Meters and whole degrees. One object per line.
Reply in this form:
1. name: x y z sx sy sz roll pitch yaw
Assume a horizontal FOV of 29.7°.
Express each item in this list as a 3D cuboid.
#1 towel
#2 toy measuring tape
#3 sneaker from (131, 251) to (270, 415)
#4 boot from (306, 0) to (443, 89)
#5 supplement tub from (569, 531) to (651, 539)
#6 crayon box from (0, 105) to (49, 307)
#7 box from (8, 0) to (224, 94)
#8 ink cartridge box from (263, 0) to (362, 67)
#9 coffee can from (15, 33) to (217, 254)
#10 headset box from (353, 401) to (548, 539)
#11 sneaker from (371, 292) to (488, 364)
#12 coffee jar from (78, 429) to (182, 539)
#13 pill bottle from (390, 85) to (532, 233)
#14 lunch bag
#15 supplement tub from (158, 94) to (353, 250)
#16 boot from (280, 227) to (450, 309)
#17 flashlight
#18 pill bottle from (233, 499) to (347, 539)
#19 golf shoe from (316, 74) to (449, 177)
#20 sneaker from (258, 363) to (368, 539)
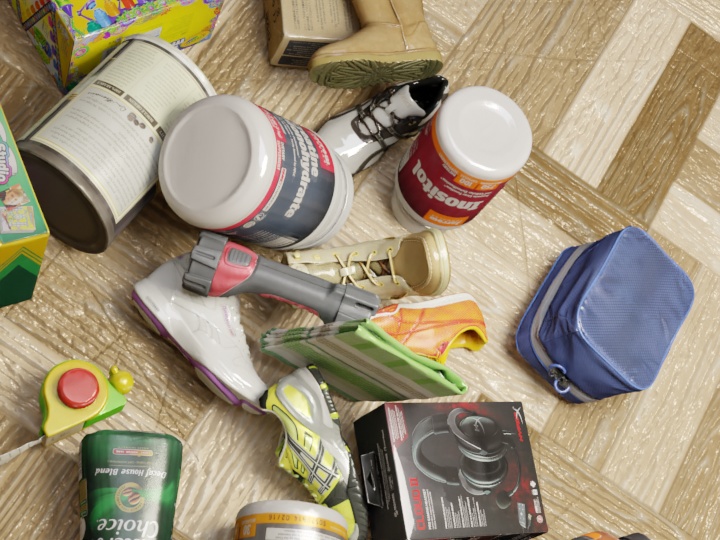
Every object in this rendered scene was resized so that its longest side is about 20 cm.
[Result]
1. towel: 0.001 0.093 1.402 0.149 0.200 0.031 31 67 -27
2. toy measuring tape: -0.322 0.140 1.364 0.200 0.074 0.074 -24 77 -27
3. sneaker: -0.149 0.065 1.444 0.100 0.075 0.200 -42 85 -16
4. boot: -0.002 -0.315 1.598 0.175 0.066 0.200 -6 68 -26
5. supplement tub: 0.227 0.342 1.443 0.200 0.107 0.107 -15 73 -23
6. crayon box: -0.384 -0.083 1.380 0.058 0.173 0.200 -17 74 -25
7. box: -0.291 -0.340 1.555 0.200 0.122 0.193 -26 78 -26
8. ink cartridge box: -0.035 -0.349 1.674 0.164 0.075 0.201 2 66 -20
9. coffee can: -0.265 -0.138 1.460 0.146 0.146 0.200 39 61 1
10. headset box: 0.087 0.220 1.449 0.200 0.077 0.149 4 65 -30
11. sneaker: 0.058 0.077 1.520 0.200 0.073 0.077 -12 68 -23
12. coffee jar: -0.230 0.261 1.333 0.104 0.085 0.201 6 66 -17
13. pill bottle: 0.107 -0.116 1.549 0.113 0.200 0.113 7 65 -16
14. lunch bag: 0.275 0.061 1.572 0.136 0.132 0.200 45 59 -14
15. supplement tub: -0.108 -0.099 1.454 0.200 0.140 0.141 17 52 -60
16. boot: 0.000 0.000 1.466 0.155 0.200 0.073 -6 89 -20
17. flashlight: -0.084 0.022 1.415 0.200 0.068 0.068 21 100 -5
18. pill bottle: -0.076 0.336 1.336 0.116 0.116 0.200 12 64 -14
19. golf shoe: 0.022 -0.180 1.610 0.200 0.095 0.078 -34 82 -26
20. sneaker: -0.046 0.201 1.423 0.076 0.075 0.200 -20 94 -4
